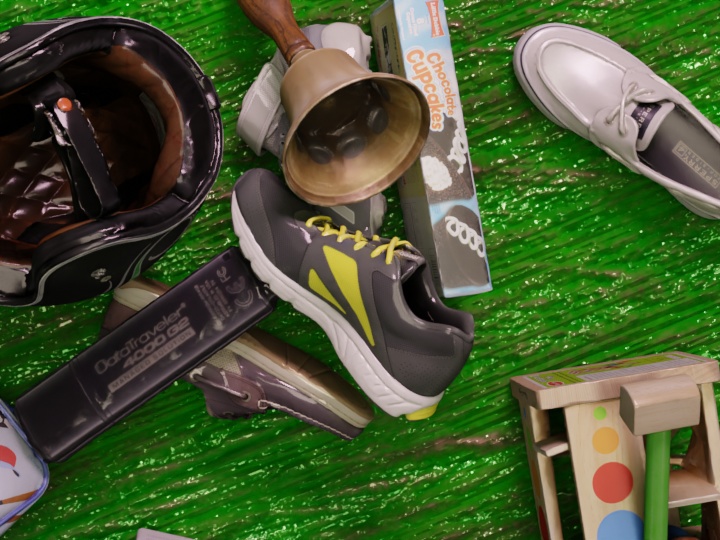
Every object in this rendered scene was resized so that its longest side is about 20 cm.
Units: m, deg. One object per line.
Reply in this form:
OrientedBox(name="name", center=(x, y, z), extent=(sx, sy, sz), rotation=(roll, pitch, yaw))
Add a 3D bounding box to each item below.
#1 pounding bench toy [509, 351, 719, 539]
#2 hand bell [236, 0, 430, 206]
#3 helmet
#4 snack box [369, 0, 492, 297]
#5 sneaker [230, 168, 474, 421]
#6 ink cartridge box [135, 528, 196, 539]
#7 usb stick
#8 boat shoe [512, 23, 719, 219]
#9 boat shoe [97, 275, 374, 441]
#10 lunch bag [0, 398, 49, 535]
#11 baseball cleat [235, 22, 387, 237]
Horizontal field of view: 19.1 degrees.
OrientedBox(name="pounding bench toy", center=(0.184, 0.145, 1.422), extent=(0.123, 0.200, 0.157), rotation=(-9, 91, -4))
OrientedBox(name="hand bell", center=(-0.043, -0.145, 1.417), extent=(0.104, 0.104, 0.200), rotation=(-31, 50, -3))
OrientedBox(name="helmet", center=(-0.201, -0.069, 1.394), extent=(0.199, 0.190, 0.202), rotation=(11, 70, -34))
OrientedBox(name="snack box", center=(0.046, -0.084, 1.447), extent=(0.037, 0.116, 0.202), rotation=(-10, 92, -8))
OrientedBox(name="sneaker", center=(0.000, 0.000, 1.395), extent=(0.200, 0.074, 0.085), rotation=(47, 119, 6))
OrientedBox(name="ink cartridge box", center=(-0.075, 0.217, 1.403), extent=(0.161, 0.200, 0.051), rotation=(12, 91, -4))
OrientedBox(name="usb stick", center=(-0.143, 0.056, 1.425), extent=(0.199, 0.033, 0.056), rotation=(-35, 75, 8))
OrientedBox(name="boat shoe", center=(0.194, -0.103, 1.484), extent=(0.200, 0.066, 0.072), rotation=(41, 88, -4))
OrientedBox(name="boat shoe", center=(-0.087, 0.070, 1.467), extent=(0.199, 0.072, 0.065), rotation=(28, 97, 1))
OrientedBox(name="lunch bag", center=(-0.307, 0.114, 1.422), extent=(0.200, 0.075, 0.160), rotation=(53, 48, -4))
OrientedBox(name="baseball cleat", center=(-0.031, -0.068, 1.475), extent=(0.105, 0.070, 0.202), rotation=(-4, 83, 3))
